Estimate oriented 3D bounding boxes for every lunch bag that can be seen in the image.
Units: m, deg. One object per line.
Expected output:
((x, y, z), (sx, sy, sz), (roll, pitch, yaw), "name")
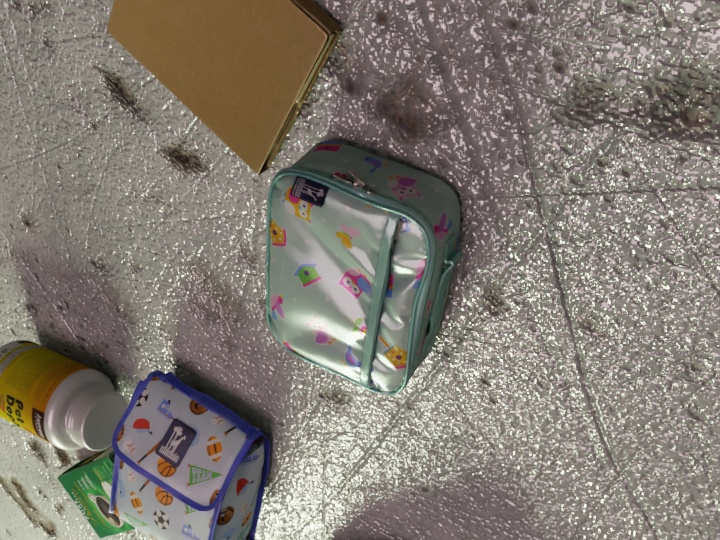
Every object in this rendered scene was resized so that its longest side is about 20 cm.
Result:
((0.000, 0.000, 0.668), (0.160, 0.077, 0.201), (25, 130, 23), "lunch bag")
((-0.205, 0.237, 0.954), (0.169, 0.124, 0.201), (26, 117, 21), "lunch bag")

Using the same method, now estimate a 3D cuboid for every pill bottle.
((-0.408, 0.170, 1.068), (0.199, 0.109, 0.110), (15, 126, 29), "pill bottle")

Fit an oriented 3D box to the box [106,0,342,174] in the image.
((-0.124, -0.202, 0.670), (0.200, 0.021, 0.164), (43, 135, 6), "box")

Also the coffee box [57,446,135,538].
((-0.366, 0.327, 1.185), (0.200, 0.044, 0.123), (-30, 97, 44), "coffee box")
